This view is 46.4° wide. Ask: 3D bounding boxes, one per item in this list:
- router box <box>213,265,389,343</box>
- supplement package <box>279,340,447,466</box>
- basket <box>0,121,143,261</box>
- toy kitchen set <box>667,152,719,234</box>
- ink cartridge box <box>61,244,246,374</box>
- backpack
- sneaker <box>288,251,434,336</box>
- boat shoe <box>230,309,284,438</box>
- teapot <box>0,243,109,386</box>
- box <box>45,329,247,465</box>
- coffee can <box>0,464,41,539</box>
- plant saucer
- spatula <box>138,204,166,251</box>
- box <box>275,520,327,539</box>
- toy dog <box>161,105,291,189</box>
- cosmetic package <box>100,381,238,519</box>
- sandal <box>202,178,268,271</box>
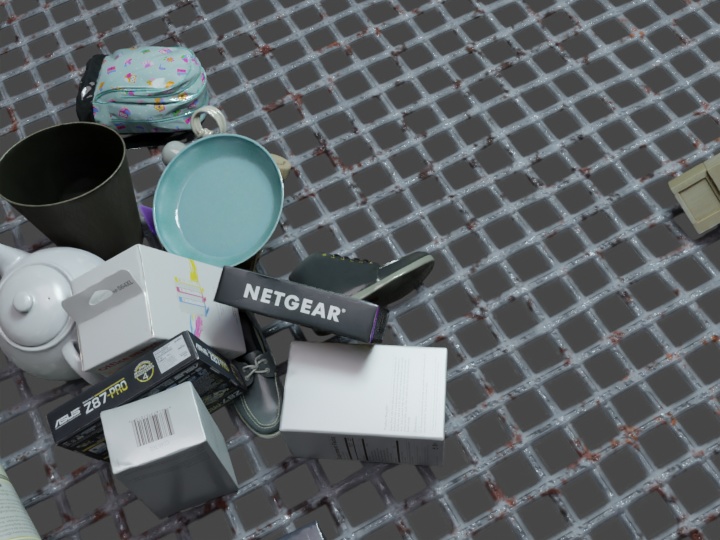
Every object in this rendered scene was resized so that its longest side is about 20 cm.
[{"bbox_3d":[-0.069,0.045,1.069,0.199,0.149,0.051,14,86,8],"label":"router box"},{"bbox_3d":[0.009,0.170,1.068,0.199,0.120,0.122,3,62,6],"label":"supplement package"},{"bbox_3d":[-0.396,-0.093,1.205,0.179,0.200,0.136,-15,59,-5],"label":"basket"},{"bbox_3d":[0.579,-0.126,1.233,0.200,0.181,0.163,-31,100,23],"label":"toy kitchen set"},{"bbox_3d":[-0.267,0.060,1.080,0.128,0.200,0.126,-26,67,25],"label":"ink cartridge box"},{"bbox_3d":[-0.345,-0.284,1.354,0.199,0.127,0.168,0,57,1],"label":"backpack"},{"bbox_3d":[0.000,0.000,1.191,0.199,0.075,0.106,-27,64,-9],"label":"sneaker"},{"bbox_3d":[-0.150,0.130,1.137,0.072,0.062,0.201,-18,60,-6],"label":"boat shoe"},{"bbox_3d":[-0.414,0.056,1.129,0.199,0.146,0.198,2,80,7],"label":"teapot"},{"bbox_3d":[-0.259,0.165,1.048,0.200,0.161,0.049,-32,61,2],"label":"box"},{"bbox_3d":[-0.484,0.306,1.014,0.146,0.147,0.200,-34,63,-15],"label":"coffee can"},{"bbox_3d":[-0.198,-0.094,1.197,0.199,0.036,0.201,-3,77,15],"label":"plant saucer"},{"bbox_3d":[-0.286,-0.012,1.245,0.021,0.056,0.201,-30,65,27],"label":"spatula"},{"bbox_3d":[-0.087,0.421,0.942,0.181,0.104,0.200,-24,61,-8],"label":"box"},{"bbox_3d":[-0.190,-0.156,1.282,0.200,0.096,0.132,40,109,-7],"label":"toy dog"},{"bbox_3d":[-0.224,0.222,1.012,0.112,0.200,0.081,-18,61,-9],"label":"cosmetic package"},{"bbox_3d":[-0.177,-0.034,1.227,0.080,0.054,0.201,17,84,14],"label":"sandal"}]
